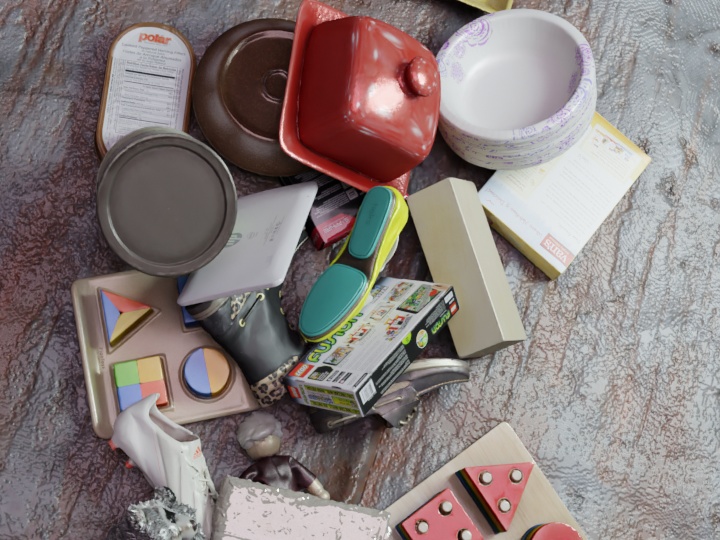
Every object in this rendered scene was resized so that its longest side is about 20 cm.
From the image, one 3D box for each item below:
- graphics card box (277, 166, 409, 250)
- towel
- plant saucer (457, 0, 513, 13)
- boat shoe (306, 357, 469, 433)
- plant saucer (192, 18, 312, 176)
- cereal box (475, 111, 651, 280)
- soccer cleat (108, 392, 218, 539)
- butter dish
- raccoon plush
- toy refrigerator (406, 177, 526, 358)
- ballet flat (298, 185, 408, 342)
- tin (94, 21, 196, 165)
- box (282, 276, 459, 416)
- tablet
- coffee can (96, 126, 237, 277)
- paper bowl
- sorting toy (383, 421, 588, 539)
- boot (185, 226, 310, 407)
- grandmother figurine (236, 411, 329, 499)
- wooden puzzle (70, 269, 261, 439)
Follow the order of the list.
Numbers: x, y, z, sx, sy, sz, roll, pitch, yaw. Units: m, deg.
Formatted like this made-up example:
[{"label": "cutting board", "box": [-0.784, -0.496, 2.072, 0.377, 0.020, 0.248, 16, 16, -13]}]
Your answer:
[{"label": "graphics card box", "box": [-0.043, -0.140, 1.602, 0.124, 0.051, 0.202, -28, 83, -15]}, {"label": "towel", "box": [-0.069, 0.305, 1.434, 0.197, 0.035, 0.134, 14, 72, -4]}, {"label": "plant saucer", "box": [0.119, -0.435, 1.709, 0.197, 0.048, 0.202, 20, 73, -4]}, {"label": "boat shoe", "box": [0.031, 0.146, 1.539, 0.197, 0.074, 0.074, -10, 87, -4]}, {"label": "plant saucer", "box": [-0.098, -0.212, 1.568, 0.197, 0.037, 0.203, 3, 73, -9]}, {"label": "cereal box", "box": [0.248, -0.109, 1.653, 0.144, 0.040, 0.200, 41, 73, 3]}, {"label": "soccer cleat", "box": [-0.191, 0.226, 1.458, 0.077, 0.069, 0.201, -40, 93, 7]}, {"label": "butter dish", "box": [0.026, -0.203, 1.508, 0.199, 0.147, 0.202, 22, 68, -37]}, {"label": "raccoon plush", "box": [-0.245, 0.304, 1.368, 0.200, 0.134, 0.097, -42, 79, 10]}, {"label": "toy refrigerator", "box": [0.123, -0.001, 1.575, 0.069, 0.076, 0.203, -23, 79, 26]}, {"label": "ballet flat", "box": [0.000, 0.000, 1.521, 0.066, 0.067, 0.202, 22, 80, 32]}, {"label": "tin", "box": [-0.254, -0.200, 1.587, 0.110, 0.042, 0.203, 9, 74, -13]}, {"label": "box", "box": [0.014, 0.081, 1.496, 0.200, 0.109, 0.035, -45, 126, -37]}, {"label": "tablet", "box": [-0.124, -0.033, 1.490, 0.128, 0.014, 0.201, -12, 32, 20]}, {"label": "coffee can", "box": [-0.216, -0.081, 1.456, 0.144, 0.200, 0.149, -2, 99, -11]}, {"label": "paper bowl", "box": [0.186, -0.209, 1.612, 0.198, 0.105, 0.203, -6, 58, 10]}, {"label": "sorting toy", "box": [0.152, 0.306, 1.514, 0.198, 0.070, 0.201, -33, 83, -17]}, {"label": "boot", "box": [-0.099, 0.047, 1.528, 0.152, 0.073, 0.200, 58, 41, -12]}, {"label": "grandmother figurine", "box": [-0.095, 0.255, 1.491, 0.120, 0.060, 0.203, -5, 72, -40]}, {"label": "wooden puzzle", "box": [-0.218, 0.081, 1.515, 0.197, 0.046, 0.188, -9, 77, -13]}]
